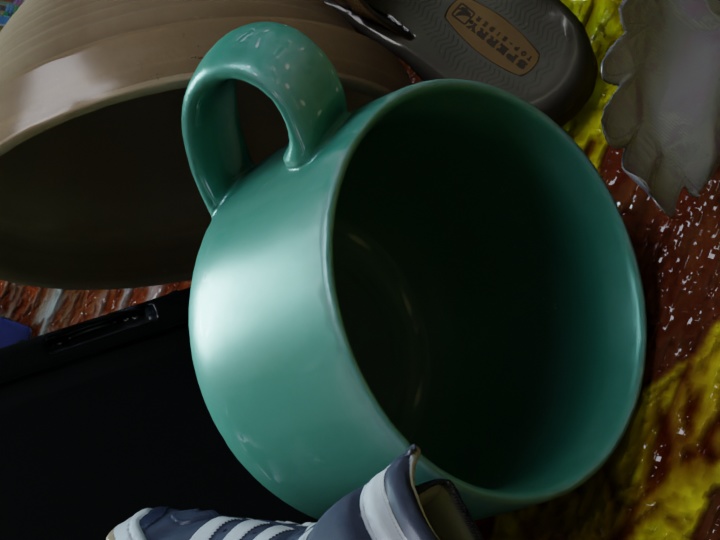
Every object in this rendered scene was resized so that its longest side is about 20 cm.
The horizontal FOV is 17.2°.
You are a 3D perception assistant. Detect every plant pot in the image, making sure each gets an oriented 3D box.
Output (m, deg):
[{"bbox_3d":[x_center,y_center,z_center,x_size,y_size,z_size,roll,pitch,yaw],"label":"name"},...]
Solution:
[{"bbox_3d":[-0.079,-0.072,0.964,0.200,0.200,0.093,-30,63,41],"label":"plant pot"}]

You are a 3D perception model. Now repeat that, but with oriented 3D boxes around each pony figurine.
[{"bbox_3d":[0.096,-0.142,0.874,0.199,0.167,0.193,17,55,39],"label":"pony figurine"}]

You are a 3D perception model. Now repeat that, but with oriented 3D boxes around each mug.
[{"bbox_3d":[0.009,0.004,0.876,0.114,0.151,0.186,-21,80,50],"label":"mug"}]

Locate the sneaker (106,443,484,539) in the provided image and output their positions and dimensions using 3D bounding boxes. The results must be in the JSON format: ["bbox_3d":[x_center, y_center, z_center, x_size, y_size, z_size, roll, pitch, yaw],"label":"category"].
[{"bbox_3d":[-0.018,0.104,0.815,0.108,0.070,0.200,-37,17,-7],"label":"sneaker"}]

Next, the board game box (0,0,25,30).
[{"bbox_3d":[-0.219,-0.086,1.229,0.064,0.199,0.148,115,159,-49],"label":"board game box"}]

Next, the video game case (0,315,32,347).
[{"bbox_3d":[-0.304,0.008,1.289,0.181,0.199,0.046,14,84,58],"label":"video game case"}]

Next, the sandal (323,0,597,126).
[{"bbox_3d":[0.009,-0.125,0.975,0.200,0.055,0.082,40,86,19],"label":"sandal"}]

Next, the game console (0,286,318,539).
[{"bbox_3d":[-0.096,0.075,0.995,0.176,0.199,0.117,160,92,-73],"label":"game console"}]
